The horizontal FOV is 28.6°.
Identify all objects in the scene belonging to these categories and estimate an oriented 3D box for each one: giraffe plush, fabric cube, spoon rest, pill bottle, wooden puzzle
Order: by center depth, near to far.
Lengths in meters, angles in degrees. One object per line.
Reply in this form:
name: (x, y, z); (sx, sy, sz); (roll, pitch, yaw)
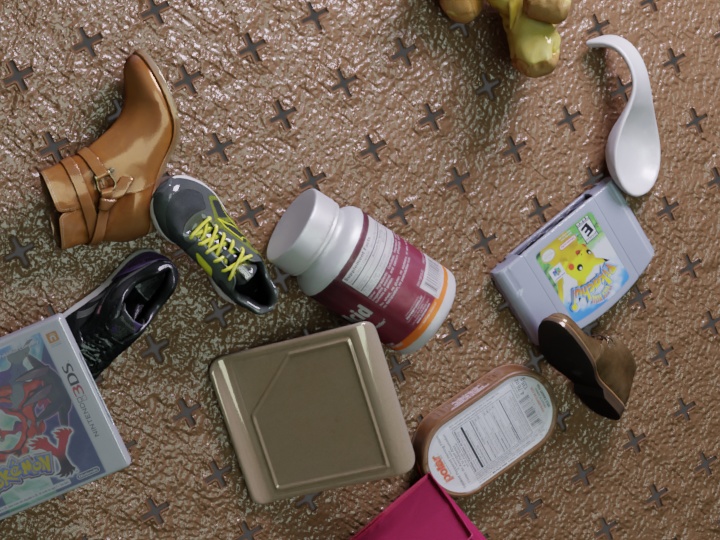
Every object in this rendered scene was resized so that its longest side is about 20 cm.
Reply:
pill bottle: (0.000, 0.000, 1.607); (0.199, 0.114, 0.115); (33, 84, -20)
giraffe plush: (0.155, -0.332, 1.618); (0.161, 0.173, 0.202); (8, 105, 0)
wooden puzzle: (-0.054, 0.163, 1.618); (0.198, 0.037, 0.186); (-15, 104, 11)
fabric cube: (0.086, 0.396, 1.626); (0.200, 0.196, 0.200); (-39, 108, 0)
spoon rest: (0.328, -0.190, 1.730); (0.099, 0.060, 0.202); (-24, 104, -41)

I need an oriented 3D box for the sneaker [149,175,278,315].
sneaker: (-0.149, -0.027, 1.536); (0.075, 0.084, 0.200); (-48, 131, -10)

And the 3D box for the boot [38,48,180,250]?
boot: (-0.270, -0.125, 1.506); (0.154, 0.074, 0.202); (-16, 105, -24)

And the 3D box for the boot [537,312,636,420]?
boot: (0.281, 0.100, 1.737); (0.076, 0.073, 0.200); (-57, 134, -18)

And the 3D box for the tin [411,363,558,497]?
tin: (0.154, 0.196, 1.730); (0.199, 0.042, 0.112); (-33, 102, -14)

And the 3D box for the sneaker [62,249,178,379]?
sneaker: (-0.275, 0.060, 1.523); (0.076, 0.087, 0.200); (42, 82, -20)

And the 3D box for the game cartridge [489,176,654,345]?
game cartridge: (0.268, -0.005, 1.751); (0.200, 0.040, 0.134); (-39, 111, -12)

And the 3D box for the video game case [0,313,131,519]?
video game case: (-0.371, 0.165, 1.505); (0.199, 0.023, 0.183); (-22, 104, 1)
